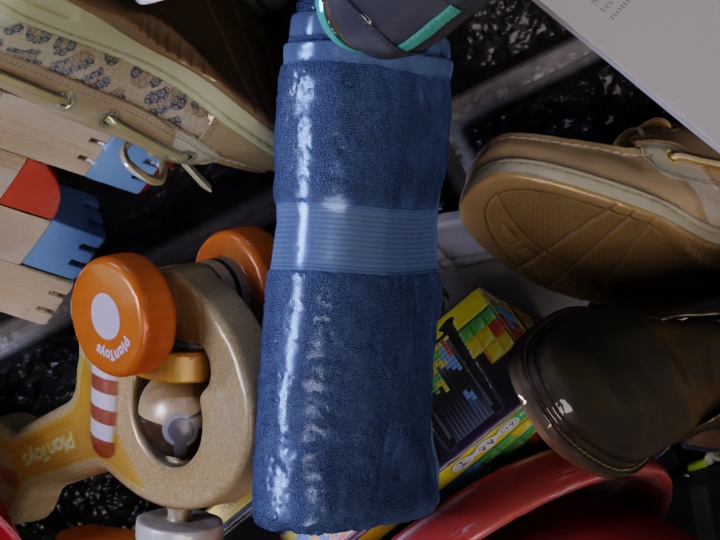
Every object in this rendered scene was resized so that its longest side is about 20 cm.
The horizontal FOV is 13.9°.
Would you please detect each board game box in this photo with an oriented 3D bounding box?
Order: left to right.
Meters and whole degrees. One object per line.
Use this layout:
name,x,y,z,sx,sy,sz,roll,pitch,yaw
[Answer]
board game box,0.017,0.103,1.248,0.200,0.057,0.165,-40,155,12

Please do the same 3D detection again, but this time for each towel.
towel,0.000,0.000,1.110,0.048,0.112,0.201,5,90,19

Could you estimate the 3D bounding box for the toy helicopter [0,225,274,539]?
toy helicopter,-0.095,0.071,1.183,0.079,0.133,0.200,-14,172,-42

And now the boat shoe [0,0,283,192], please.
boat shoe,-0.090,-0.081,1.094,0.063,0.074,0.200,-37,138,23

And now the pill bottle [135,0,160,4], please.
pill bottle,-0.087,-0.199,1.023,0.111,0.111,0.201,-27,103,4

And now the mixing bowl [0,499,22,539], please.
mixing bowl,-0.229,0.114,1.207,0.199,0.109,0.201,-5,128,-6

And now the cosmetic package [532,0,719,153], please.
cosmetic package,0.141,-0.167,1.085,0.200,0.123,0.200,-48,136,8

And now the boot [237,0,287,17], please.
boot,-0.046,-0.177,1.110,0.130,0.068,0.201,-15,121,3

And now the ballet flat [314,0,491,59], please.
ballet flat,0.015,-0.171,0.997,0.073,0.073,0.201,-5,77,-1

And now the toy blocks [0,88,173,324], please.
toy blocks,-0.164,-0.027,1.161,0.136,0.100,0.200,19,126,-32

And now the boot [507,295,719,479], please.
boot,0.136,0.028,1.166,0.097,0.075,0.200,-32,166,27

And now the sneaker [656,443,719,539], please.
sneaker,0.160,0.095,1.314,0.083,0.072,0.200,29,110,-25

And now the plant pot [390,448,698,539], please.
plant pot,0.084,0.185,1.191,0.200,0.183,0.201,-30,157,-14

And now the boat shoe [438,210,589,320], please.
boat shoe,0.010,0.028,1.239,0.199,0.069,0.071,-13,119,-8

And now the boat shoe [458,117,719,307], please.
boat shoe,0.127,-0.026,1.237,0.199,0.069,0.074,17,145,-29
